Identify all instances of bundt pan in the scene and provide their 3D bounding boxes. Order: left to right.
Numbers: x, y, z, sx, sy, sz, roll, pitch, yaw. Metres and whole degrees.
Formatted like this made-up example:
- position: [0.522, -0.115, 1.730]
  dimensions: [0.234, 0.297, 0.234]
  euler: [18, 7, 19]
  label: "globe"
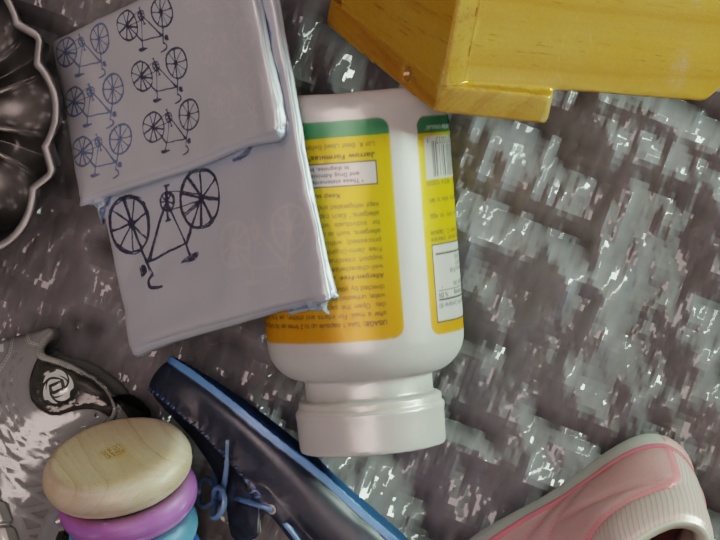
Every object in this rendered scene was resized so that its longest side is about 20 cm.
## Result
- position: [-0.262, -0.088, 1.506]
  dimensions: [0.201, 0.076, 0.203]
  euler: [1, 94, 9]
  label: "bundt pan"

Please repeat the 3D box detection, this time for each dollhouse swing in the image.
- position: [0.108, -0.201, 1.416]
  dimensions: [0.175, 0.182, 0.201]
  euler: [-6, 119, -29]
  label: "dollhouse swing"

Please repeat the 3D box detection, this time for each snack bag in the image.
- position: [-0.097, -0.058, 1.450]
  dimensions: [0.188, 0.021, 0.201]
  euler: [-16, 84, 46]
  label: "snack bag"

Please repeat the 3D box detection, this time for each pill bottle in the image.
- position: [0.000, 0.000, 1.454]
  dimensions: [0.112, 0.113, 0.201]
  euler: [-4, 94, 9]
  label: "pill bottle"

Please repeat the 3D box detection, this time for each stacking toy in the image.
- position: [-0.118, 0.188, 1.482]
  dimensions: [0.085, 0.085, 0.201]
  euler: [-8, 117, 9]
  label: "stacking toy"

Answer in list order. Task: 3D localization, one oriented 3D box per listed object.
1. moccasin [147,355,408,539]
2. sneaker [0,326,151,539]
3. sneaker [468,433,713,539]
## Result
- position: [-0.051, 0.133, 1.486]
  dimensions: [0.200, 0.080, 0.068]
  euler: [41, 91, 5]
  label: "moccasin"
- position: [-0.168, 0.127, 1.511]
  dimensions: [0.115, 0.075, 0.201]
  euler: [-22, 90, 8]
  label: "sneaker"
- position: [0.114, 0.182, 1.447]
  dimensions: [0.200, 0.105, 0.075]
  euler: [-39, 117, 8]
  label: "sneaker"
